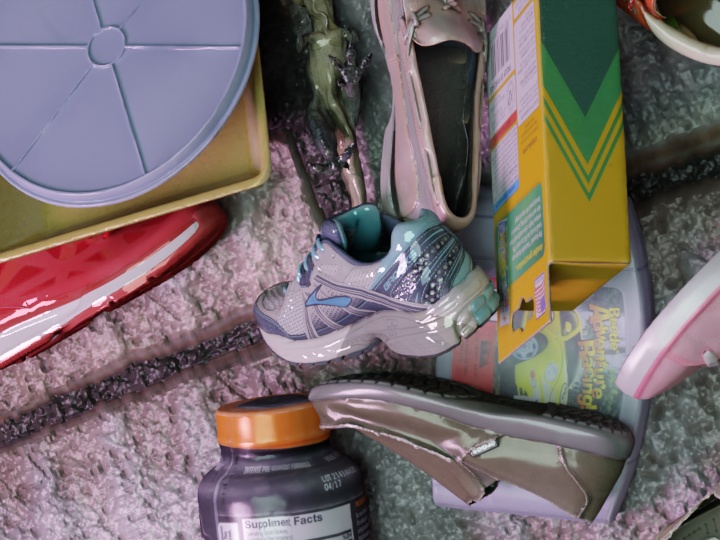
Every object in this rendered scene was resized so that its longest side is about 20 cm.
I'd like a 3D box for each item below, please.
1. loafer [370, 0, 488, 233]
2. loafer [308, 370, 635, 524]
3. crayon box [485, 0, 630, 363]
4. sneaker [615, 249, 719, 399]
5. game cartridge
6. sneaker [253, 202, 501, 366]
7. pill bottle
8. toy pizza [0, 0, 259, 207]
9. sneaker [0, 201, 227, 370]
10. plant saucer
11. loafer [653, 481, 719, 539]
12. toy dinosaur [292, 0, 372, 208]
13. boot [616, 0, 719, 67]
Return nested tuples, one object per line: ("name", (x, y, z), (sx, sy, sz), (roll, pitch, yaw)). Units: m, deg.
("loafer", (0.050, -0.120, 1.603), (0.063, 0.072, 0.201), (3, 94, 63))
("loafer", (0.061, 0.106, 1.613), (0.199, 0.075, 0.070), (12, 96, 16))
("crayon box", (0.112, -0.056, 1.554), (0.051, 0.126, 0.201), (1, 77, -11))
("sneaker", (0.246, 0.024, 1.567), (0.200, 0.075, 0.105), (-44, 82, 4))
("game cartridge", (0.112, 0.051, 1.648), (0.132, 0.041, 0.201), (3, 98, 14))
("sneaker", (0.000, 0.000, 1.621), (0.199, 0.078, 0.087), (-8, 116, 50))
("pill bottle", (-0.044, 0.179, 1.678), (0.106, 0.106, 0.201), (-4, 95, 19))
("toy pizza", (-0.147, -0.129, 1.638), (0.199, 0.032, 0.201), (-9, 66, 22))
("sneaker", (-0.188, -0.024, 1.717), (0.199, 0.078, 0.116), (-30, 88, 18))
("plant saucer", (-0.143, -0.112, 1.676), (0.199, 0.048, 0.201), (-15, 66, 20))
("loafer", (0.248, 0.140, 1.595), (0.200, 0.068, 0.076), (-42, 83, 18))
("toy dinosaur", (-0.015, -0.097, 1.648), (0.047, 0.088, 0.201), (-9, 96, -4))
("boot", (0.164, -0.181, 1.564), (0.200, 0.107, 0.075), (35, 108, 13))
